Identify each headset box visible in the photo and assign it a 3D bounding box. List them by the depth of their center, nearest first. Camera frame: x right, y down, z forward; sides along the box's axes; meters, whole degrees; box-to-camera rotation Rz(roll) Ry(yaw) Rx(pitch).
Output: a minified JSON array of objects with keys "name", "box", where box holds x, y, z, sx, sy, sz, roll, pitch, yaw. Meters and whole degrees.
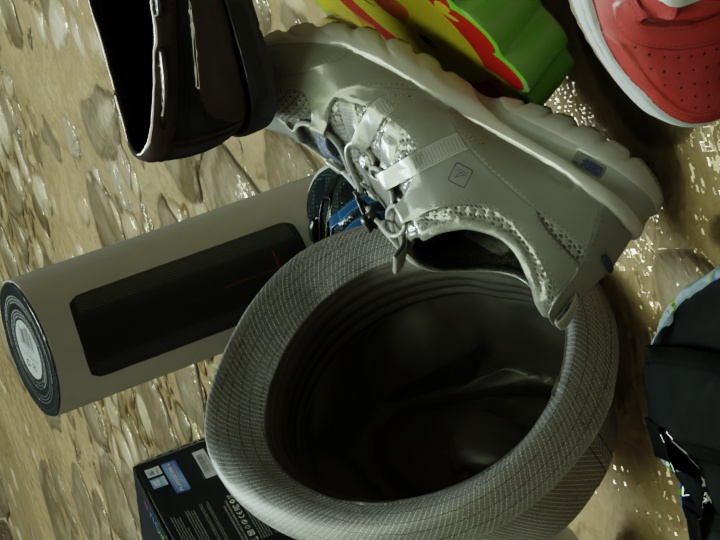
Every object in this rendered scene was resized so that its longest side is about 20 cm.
[{"name":"headset box","box":[-0.090,0.251,1.665,0.200,0.093,0.174,89,155,-46]}]

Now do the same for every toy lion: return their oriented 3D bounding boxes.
[{"name":"toy lion","box":[-0.004,-0.139,0.941,0.200,0.069,0.192,40,173,-15]}]

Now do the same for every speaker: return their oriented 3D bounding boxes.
[{"name":"speaker","box":[-0.097,0.012,1.270,0.081,0.199,0.081,46,147,43]}]

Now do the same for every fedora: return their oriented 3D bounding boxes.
[{"name":"fedora","box":[0.037,0.066,1.024,0.199,0.177,0.090,-1,145,33]}]

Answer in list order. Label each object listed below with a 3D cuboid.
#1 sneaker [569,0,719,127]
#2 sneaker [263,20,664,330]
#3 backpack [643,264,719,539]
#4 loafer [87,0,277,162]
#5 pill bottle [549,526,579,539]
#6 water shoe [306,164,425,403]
[{"name":"sneaker","box":[0.116,-0.126,0.717,0.112,0.071,0.201,36,145,56]},{"name":"sneaker","box":[0.021,-0.042,0.925,0.200,0.082,0.075,23,166,31]},{"name":"backpack","box":[0.169,0.048,0.658,0.200,0.154,0.164,-20,92,50]},{"name":"loafer","box":[-0.095,-0.140,0.909,0.072,0.063,0.201,3,117,59]},{"name":"pill bottle","box":[0.111,0.209,1.006,0.200,0.111,0.111,55,156,40]},{"name":"water shoe","box":[0.000,0.000,1.167,0.200,0.079,0.072,43,147,55]}]
